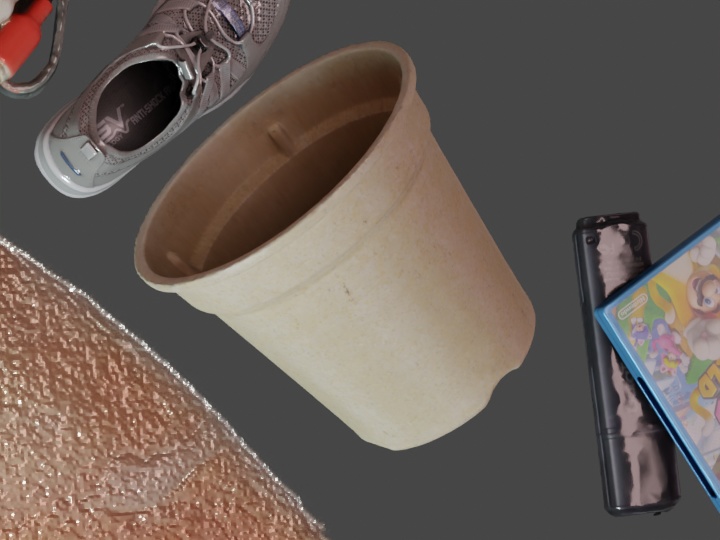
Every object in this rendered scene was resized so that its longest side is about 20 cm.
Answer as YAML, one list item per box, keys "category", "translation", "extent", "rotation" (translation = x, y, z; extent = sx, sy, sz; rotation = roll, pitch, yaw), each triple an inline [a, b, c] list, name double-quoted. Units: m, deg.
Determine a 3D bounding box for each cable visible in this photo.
- category: "cable"
  translation: [-0.178, -0.180, 1.302]
  extent: [0.200, 0.050, 0.097]
  rotation: [-46, 105, -19]

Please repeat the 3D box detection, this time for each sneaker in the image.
- category: "sneaker"
  translation: [-0.104, -0.119, 1.313]
  extent: [0.075, 0.082, 0.200]
  rotation: [45, 70, -15]

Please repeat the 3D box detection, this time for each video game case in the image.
- category: "video game case"
  translation: [0.260, 0.070, 1.454]
  extent: [0.143, 0.018, 0.200]
  rotation: [-35, 97, -20]

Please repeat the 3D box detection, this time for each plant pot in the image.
- category: "plant pot"
  translation: [0.000, 0.000, 1.306]
  extent: [0.201, 0.200, 0.184]
  rotation: [-49, 116, -20]

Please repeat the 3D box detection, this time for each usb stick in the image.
- category: "usb stick"
  translation: [0.175, 0.063, 1.452]
  extent: [0.055, 0.033, 0.200]
  rotation: [-6, 88, -18]
